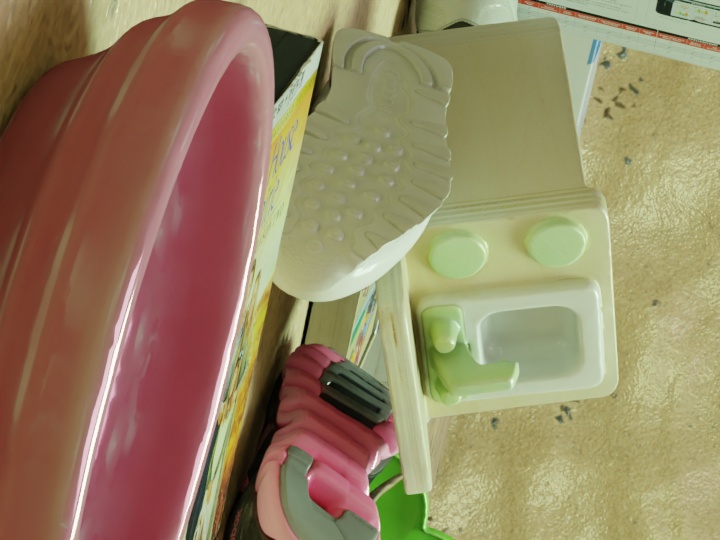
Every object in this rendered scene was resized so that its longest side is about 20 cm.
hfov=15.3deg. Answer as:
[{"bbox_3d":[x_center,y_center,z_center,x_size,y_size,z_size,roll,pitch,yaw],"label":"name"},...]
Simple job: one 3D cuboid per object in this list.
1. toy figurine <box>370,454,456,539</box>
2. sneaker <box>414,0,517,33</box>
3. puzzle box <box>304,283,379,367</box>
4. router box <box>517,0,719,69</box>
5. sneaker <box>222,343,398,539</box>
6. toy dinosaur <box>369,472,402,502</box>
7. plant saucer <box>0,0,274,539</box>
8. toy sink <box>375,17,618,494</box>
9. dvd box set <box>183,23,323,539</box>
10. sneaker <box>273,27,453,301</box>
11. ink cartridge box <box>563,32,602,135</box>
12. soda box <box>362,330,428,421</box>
[{"bbox_3d":[0.001,0.173,1.644,0.184,0.149,0.201,-110,-173,-75],"label":"toy figurine"},{"bbox_3d":[0.062,-0.108,1.579,0.200,0.075,0.088,65,26,-66],"label":"sneaker"},{"bbox_3d":[0.000,0.000,1.510,0.200,0.025,0.134,-65,169,-65],"label":"puzzle box"},{"bbox_3d":[0.147,-0.191,1.529,0.180,0.199,0.049,90,16,-70],"label":"router box"},{"bbox_3d":[-0.031,0.108,1.316,0.096,0.079,0.200,-54,-176,25],"label":"sneaker"},{"bbox_3d":[-0.025,0.179,1.325,0.106,0.060,0.201,155,-41,-77],"label":"toy dinosaur"},{"bbox_3d":[-0.071,0.026,0.684,0.201,0.051,0.202,13,90,-85],"label":"plant saucer"},{"bbox_3d":[0.065,-0.008,1.311,0.201,0.111,0.131,-93,175,-47],"label":"toy sink"},{"bbox_3d":[-0.058,0.026,0.930,0.146,0.029,0.201,-61,165,-70],"label":"dvd box set"},{"bbox_3d":[-0.004,-0.030,1.165,0.200,0.076,0.081,-64,177,-60],"label":"sneaker"},{"bbox_3d":[0.207,-0.218,2.829,0.200,0.084,0.145,47,58,-85],"label":"ink cartridge box"},{"bbox_3d":[0.025,0.053,1.712,0.200,0.063,0.068,-46,150,-81],"label":"soda box"}]
